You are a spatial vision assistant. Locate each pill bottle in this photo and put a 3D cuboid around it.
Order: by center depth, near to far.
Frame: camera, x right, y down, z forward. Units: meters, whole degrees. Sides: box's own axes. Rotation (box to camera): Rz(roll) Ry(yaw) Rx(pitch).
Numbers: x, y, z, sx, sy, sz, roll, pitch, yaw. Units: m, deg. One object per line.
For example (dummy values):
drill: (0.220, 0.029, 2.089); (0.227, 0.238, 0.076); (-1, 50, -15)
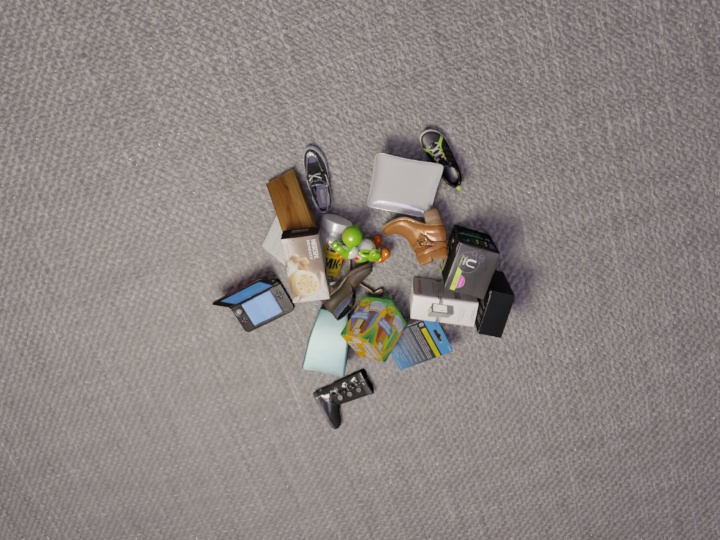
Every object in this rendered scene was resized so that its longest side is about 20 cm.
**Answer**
pill bottle: (-0.100, -0.066, 1.689); (0.113, 0.114, 0.202); (18, 110, -3)

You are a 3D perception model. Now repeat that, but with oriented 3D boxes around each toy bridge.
toy bridge: (0.000, 0.000, 1.751); (0.067, 0.027, 0.201); (-27, 106, 14)

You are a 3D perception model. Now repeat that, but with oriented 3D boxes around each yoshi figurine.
yoshi figurine: (0.007, -0.082, 1.630); (0.112, 0.199, 0.113); (1, 88, 44)

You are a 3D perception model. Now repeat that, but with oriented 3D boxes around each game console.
game console: (-0.343, 0.115, 1.768); (0.199, 0.119, 0.173); (-25, 106, 13)

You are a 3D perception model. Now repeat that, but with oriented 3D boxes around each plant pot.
plant pot: (-0.100, 0.216, 1.779); (0.140, 0.141, 0.202); (10, 103, 0)

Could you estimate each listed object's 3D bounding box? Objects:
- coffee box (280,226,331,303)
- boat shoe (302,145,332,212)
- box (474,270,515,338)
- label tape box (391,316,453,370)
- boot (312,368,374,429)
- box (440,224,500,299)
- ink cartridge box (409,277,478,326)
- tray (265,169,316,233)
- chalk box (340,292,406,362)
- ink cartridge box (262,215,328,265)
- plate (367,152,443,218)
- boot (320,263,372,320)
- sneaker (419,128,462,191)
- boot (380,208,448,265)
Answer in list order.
coffee box: (-0.156, -0.017, 1.586); (0.113, 0.080, 0.202); (-6, 112, 3)
boat shoe: (-0.131, -0.272, 1.642); (0.071, 0.068, 0.202); (-8, 109, 7)
box: (0.398, 0.094, 1.663); (0.078, 0.200, 0.142); (10, 111, 1)
label tape box: (0.187, 0.224, 1.784); (0.199, 0.063, 0.145); (-23, 107, 21)
boot: (-0.041, 0.449, 1.899); (0.199, 0.066, 0.166); (-27, 107, 8)
box: (0.321, -0.030, 1.625); (0.123, 0.200, 0.150); (15, 110, -2)
ink cartridge box: (0.256, 0.096, 1.704); (0.198, 0.146, 0.085); (8, 112, 2)
tray: (-0.208, -0.192, 1.637); (0.098, 0.037, 0.201); (-25, 71, 12)
chalk box: (0.054, 0.165, 1.720); (0.123, 0.201, 0.125); (7, 145, 43)
ink cartridge box: (-0.195, -0.088, 1.679); (0.199, 0.047, 0.161); (37, 110, 21)
plate: (0.129, -0.255, 1.618); (0.198, 0.033, 0.201); (10, 136, 0)
boot: (-0.025, 0.068, 1.699); (0.199, 0.075, 0.097); (-38, 62, 8)
sneaker: (0.244, -0.324, 1.589); (0.071, 0.083, 0.201); (-33, 104, 14)
boot: (0.164, -0.089, 1.645); (0.198, 0.074, 0.156); (-14, 86, 26)
